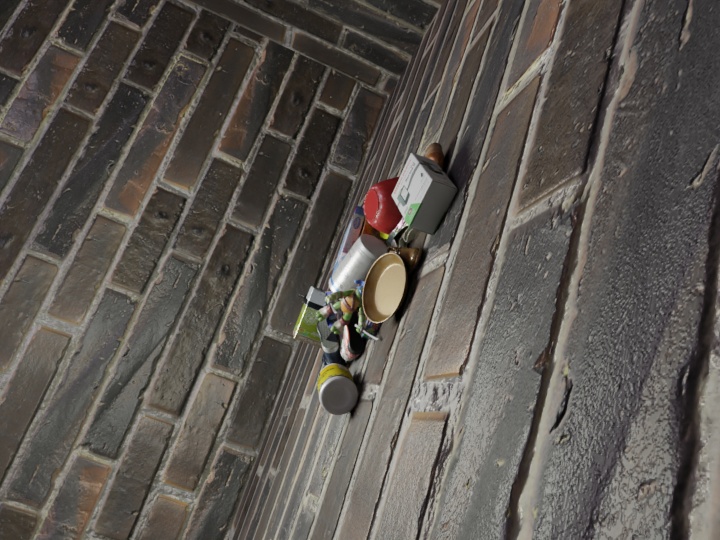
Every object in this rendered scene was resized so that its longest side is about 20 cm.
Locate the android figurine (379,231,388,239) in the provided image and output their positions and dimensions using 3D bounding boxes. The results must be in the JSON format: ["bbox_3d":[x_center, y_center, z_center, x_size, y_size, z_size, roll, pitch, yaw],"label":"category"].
[{"bbox_3d":[0.113,-0.185,1.885,0.182,0.041,0.201,-29,58,50],"label":"android figurine"}]

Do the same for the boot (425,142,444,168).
[{"bbox_3d":[0.195,-0.276,1.710,0.200,0.073,0.155,114,166,-49],"label":"boot"}]

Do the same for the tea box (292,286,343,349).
[{"bbox_3d":[-0.122,0.185,2.053,0.134,0.199,0.197,-163,93,-81],"label":"tea box"}]

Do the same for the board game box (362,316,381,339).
[{"bbox_3d":[0.050,0.107,1.751,0.200,0.034,0.136,-86,21,-62],"label":"board game box"}]

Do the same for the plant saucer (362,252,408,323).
[{"bbox_3d":[0.075,0.051,1.552,0.200,0.035,0.201,-32,49,47],"label":"plant saucer"}]

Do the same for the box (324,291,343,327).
[{"bbox_3d":[-0.068,0.131,1.883,0.200,0.041,0.120,12,-107,-72],"label":"box"}]

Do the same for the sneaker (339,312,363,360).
[{"bbox_3d":[-0.034,0.195,1.834,0.108,0.067,0.202,123,148,-55],"label":"sneaker"}]

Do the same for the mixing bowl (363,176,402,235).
[{"bbox_3d":[0.078,-0.206,1.780,0.200,0.108,0.201,-6,83,61],"label":"mixing bowl"}]

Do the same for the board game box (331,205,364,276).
[{"bbox_3d":[-0.042,-0.097,1.996,0.200,0.043,0.200,119,168,-61],"label":"board game box"}]

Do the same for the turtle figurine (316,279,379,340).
[{"bbox_3d":[-0.056,0.136,1.674,0.194,0.144,0.201,-40,44,47],"label":"turtle figurine"}]

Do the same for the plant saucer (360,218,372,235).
[{"bbox_3d":[0.000,-0.083,1.956,0.200,0.037,0.201,-161,90,-84],"label":"plant saucer"}]

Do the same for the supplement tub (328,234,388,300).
[{"bbox_3d":[0.000,0.000,1.768,0.200,0.132,0.132,-53,15,26],"label":"supplement tub"}]

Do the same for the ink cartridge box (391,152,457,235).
[{"bbox_3d":[0.169,-0.213,1.529,0.146,0.084,0.200,-65,24,25],"label":"ink cartridge box"}]

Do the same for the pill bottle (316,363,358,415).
[{"bbox_3d":[-0.073,0.345,1.667,0.200,0.112,0.113,-142,74,-80],"label":"pill bottle"}]

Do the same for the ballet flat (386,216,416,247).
[{"bbox_3d":[0.134,-0.108,1.711,0.200,0.069,0.071,123,146,-49],"label":"ballet flat"}]

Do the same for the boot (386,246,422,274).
[{"bbox_3d":[0.118,-0.037,1.577,0.074,0.075,0.200,-67,10,-7],"label":"boot"}]

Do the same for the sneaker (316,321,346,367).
[{"bbox_3d":[-0.099,0.256,1.929,0.203,0.077,0.147,-97,-5,-55],"label":"sneaker"}]

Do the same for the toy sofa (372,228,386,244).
[{"bbox_3d":[0.094,-0.181,2.023,0.098,0.083,0.201,-176,108,-85],"label":"toy sofa"}]
